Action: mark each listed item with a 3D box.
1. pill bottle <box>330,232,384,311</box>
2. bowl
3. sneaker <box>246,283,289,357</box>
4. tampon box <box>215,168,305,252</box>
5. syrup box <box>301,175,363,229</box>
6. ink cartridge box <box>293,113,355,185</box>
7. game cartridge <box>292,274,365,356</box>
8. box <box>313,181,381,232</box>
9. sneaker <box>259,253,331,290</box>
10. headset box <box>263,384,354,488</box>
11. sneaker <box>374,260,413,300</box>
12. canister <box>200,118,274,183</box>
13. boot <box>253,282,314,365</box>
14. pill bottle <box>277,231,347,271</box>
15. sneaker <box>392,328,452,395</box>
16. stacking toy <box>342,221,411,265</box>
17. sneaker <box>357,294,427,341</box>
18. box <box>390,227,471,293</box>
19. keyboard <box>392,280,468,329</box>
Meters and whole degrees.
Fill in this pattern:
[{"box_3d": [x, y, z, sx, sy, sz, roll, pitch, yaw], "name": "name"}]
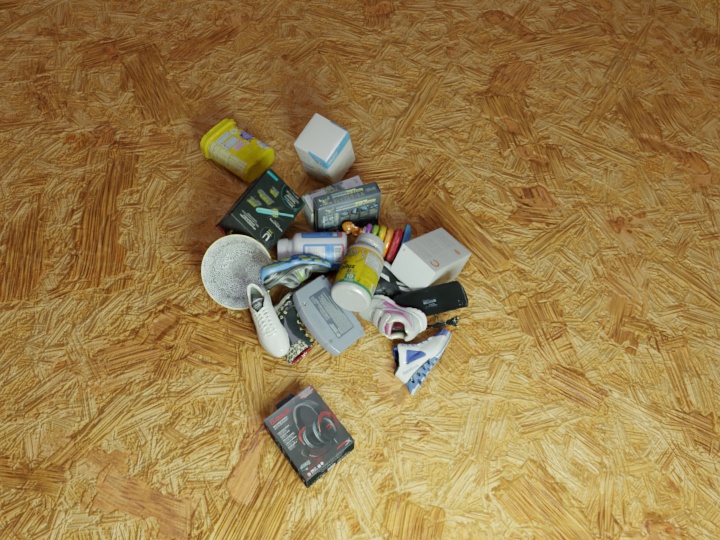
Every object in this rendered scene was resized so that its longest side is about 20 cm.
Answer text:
[{"box_3d": [0.000, 0.000, 1.568, 0.111, 0.114, 0.202, 16, 55, 7], "name": "pill bottle"}, {"box_3d": [-0.331, 0.000, 1.601, 0.196, 0.094, 0.205, 0, 97, 0], "name": "bowl"}, {"box_3d": [-0.244, 0.128, 1.479, 0.075, 0.081, 0.202, -26, 71, -9], "name": "sneaker"}, {"box_3d": [-0.287, -0.160, 1.668, 0.150, 0.125, 0.201, 45, 57, -18], "name": "tampon box"}, {"box_3d": [-0.077, -0.210, 1.777, 0.197, 0.082, 0.079, -22, 63, -17], "name": "syrup box"}, {"box_3d": [-0.107, -0.366, 1.819, 0.127, 0.200, 0.126, 31, 78, 16], "name": "ink cartridge box"}, {"box_3d": [-0.089, 0.122, 1.543, 0.132, 0.042, 0.201, -33, 83, -35], "name": "game cartridge"}, {"box_3d": [-0.040, -0.171, 1.710, 0.196, 0.159, 0.052, -17, 59, -13], "name": "box"}, {"box_3d": [-0.174, 0.006, 1.558, 0.196, 0.084, 0.071, -13, 24, -23], "name": "sneaker"}, {"box_3d": [-0.130, 0.389, 1.394, 0.148, 0.076, 0.200, -33, 65, -21], "name": "headset box"}, {"box_3d": [0.091, 0.076, 1.619, 0.111, 0.073, 0.200, -38, 64, -15], "name": "sneaker"}, {"box_3d": [-0.395, -0.386, 1.870, 0.198, 0.087, 0.149, 34, 62, 16], "name": "canister"}, {"box_3d": [-0.166, 0.142, 1.556, 0.203, 0.074, 0.154, -39, 71, -22], "name": "boot"}, {"box_3d": [-0.137, -0.052, 1.655, 0.196, 0.113, 0.114, -1, 57, -4], "name": "pill bottle"}, {"box_3d": [0.150, 0.215, 1.519, 0.114, 0.081, 0.200, 34, 63, 15], "name": "sneaker"}, {"box_3d": [0.038, -0.094, 1.676, 0.197, 0.110, 0.118, 20, 56, -3], "name": "stacking toy"}, {"box_3d": [0.074, 0.129, 1.541, 0.197, 0.083, 0.088, 14, 31, 25], "name": "sneaker"}, {"box_3d": [0.199, -0.026, 1.623, 0.124, 0.098, 0.199, 43, 39, 21], "name": "box"}, {"box_3d": [0.194, 0.103, 1.551, 0.197, 0.129, 0.021, -14, 17, 23], "name": "keyboard"}]
